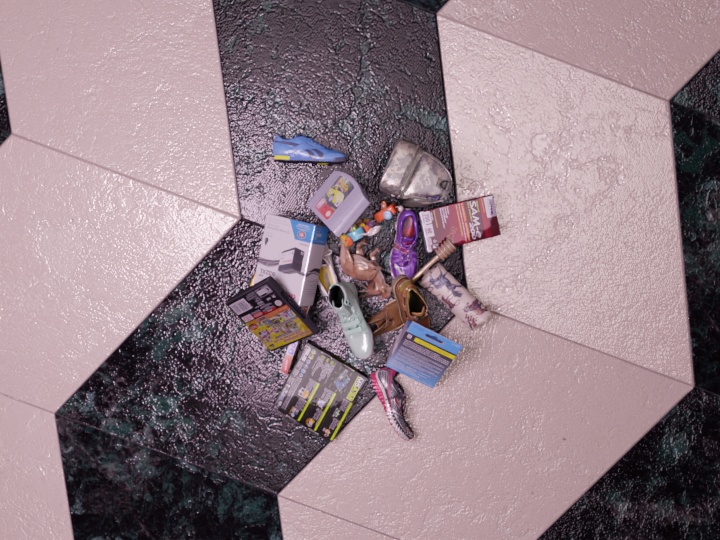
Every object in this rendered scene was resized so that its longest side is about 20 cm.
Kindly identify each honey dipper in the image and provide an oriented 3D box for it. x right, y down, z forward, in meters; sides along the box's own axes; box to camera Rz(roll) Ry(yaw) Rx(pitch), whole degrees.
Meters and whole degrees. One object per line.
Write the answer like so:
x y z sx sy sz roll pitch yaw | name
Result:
0.162 -0.003 1.508 0.199 0.038 0.038 -42 92 11 | honey dipper

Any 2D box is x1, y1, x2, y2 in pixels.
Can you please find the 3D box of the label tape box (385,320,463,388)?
0.165 0.198 1.499 0.142 0.064 0.202 25 134 0 | label tape box

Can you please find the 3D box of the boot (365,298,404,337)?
0.068 0.132 1.547 0.197 0.075 0.075 -30 91 1 | boot

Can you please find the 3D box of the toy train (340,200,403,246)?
0.020 -0.129 1.487 0.148 0.200 0.056 -26 100 27 | toy train

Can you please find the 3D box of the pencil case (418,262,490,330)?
0.244 0.066 1.535 0.199 0.089 0.078 41 84 1 | pencil case

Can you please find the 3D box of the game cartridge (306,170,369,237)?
-0.056 -0.177 1.478 0.133 0.200 0.041 -47 127 1 | game cartridge

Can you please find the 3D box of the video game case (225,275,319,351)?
-0.223 0.113 1.464 0.198 0.026 0.181 -24 114 43 | video game case

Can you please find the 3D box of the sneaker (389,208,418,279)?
0.115 -0.059 1.530 0.078 0.083 0.206 0 96 1 | sneaker

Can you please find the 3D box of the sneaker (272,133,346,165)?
-0.132 -0.318 1.527 0.195 0.066 0.081 5 90 1 | sneaker

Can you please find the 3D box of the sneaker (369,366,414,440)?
0.095 0.355 1.557 0.073 0.081 0.204 -25 92 0 | sneaker

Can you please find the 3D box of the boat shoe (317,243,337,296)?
-0.106 -0.021 1.528 0.073 0.086 0.207 -18 94 -9 | boat shoe

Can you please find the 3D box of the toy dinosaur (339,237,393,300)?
0.000 0.000 1.542 0.198 0.086 0.137 33 130 15 | toy dinosaur

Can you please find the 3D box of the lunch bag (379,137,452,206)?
0.141 -0.229 1.462 0.164 0.200 0.142 22 94 1 | lunch bag

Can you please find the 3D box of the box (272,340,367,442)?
-0.108 0.323 1.575 0.190 0.048 0.203 29 92 -3 | box

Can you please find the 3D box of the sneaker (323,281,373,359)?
-0.033 0.126 1.464 0.072 0.118 0.205 -22 79 19 | sneaker

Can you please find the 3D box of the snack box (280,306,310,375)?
-0.167 0.170 1.553 0.024 0.072 0.204 19 94 -1 | snack box

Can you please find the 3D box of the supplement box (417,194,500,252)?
0.257 -0.123 1.535 0.195 0.061 0.112 -14 94 1 | supplement box

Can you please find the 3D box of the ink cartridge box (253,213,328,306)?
-0.176 -0.025 1.465 0.142 0.083 0.205 14 94 20 | ink cartridge box

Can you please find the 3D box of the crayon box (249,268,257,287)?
-0.229 0.051 1.557 0.123 0.052 0.204 23 93 -1 | crayon box

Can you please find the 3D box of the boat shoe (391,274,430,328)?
0.137 0.102 1.499 0.072 0.068 0.201 -40 130 -9 | boat shoe
